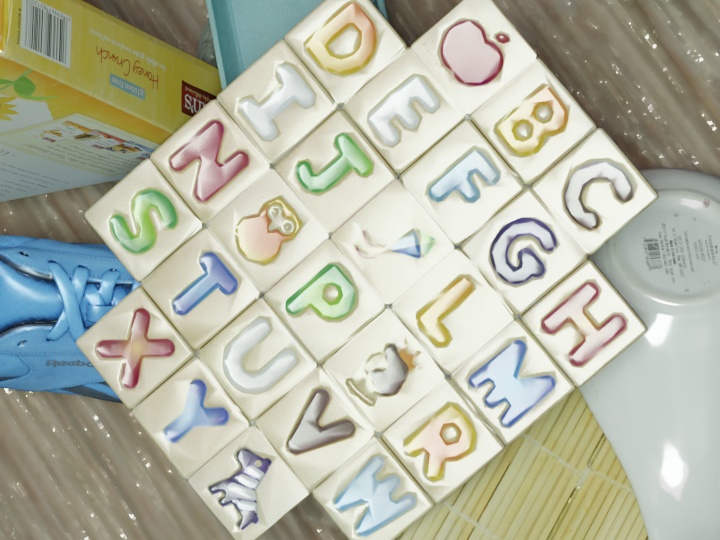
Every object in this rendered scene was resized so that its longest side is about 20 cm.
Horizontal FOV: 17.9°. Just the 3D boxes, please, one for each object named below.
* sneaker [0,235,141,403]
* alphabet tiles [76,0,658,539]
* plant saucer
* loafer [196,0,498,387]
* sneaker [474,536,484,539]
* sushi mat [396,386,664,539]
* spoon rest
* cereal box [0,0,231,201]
[{"bbox_3d":[-0.110,0.020,0.911,0.199,0.078,0.066,3,84,11],"label":"sneaker"},{"bbox_3d":[0.000,0.000,0.827,0.200,0.006,0.167,-40,84,8],"label":"alphabet tiles"},{"bbox_3d":[-0.027,-0.118,0.893,0.070,0.019,0.201,-19,55,10],"label":"plant saucer"},{"bbox_3d":[-0.003,-0.032,0.897,0.075,0.070,0.200,-29,64,7],"label":"loafer"},{"bbox_3d":[0.063,0.196,0.868,0.088,0.075,0.200,-35,70,16],"label":"sneaker"},{"bbox_3d":[0.064,0.106,0.843,0.095,0.012,0.200,31,64,3],"label":"sushi mat"},{"bbox_3d":[0.119,0.046,0.846,0.099,0.061,0.201,-1,55,0],"label":"spoon rest"},{"bbox_3d":[-0.169,-0.060,0.869,0.199,0.144,0.040,-8,75,28],"label":"cereal box"}]
